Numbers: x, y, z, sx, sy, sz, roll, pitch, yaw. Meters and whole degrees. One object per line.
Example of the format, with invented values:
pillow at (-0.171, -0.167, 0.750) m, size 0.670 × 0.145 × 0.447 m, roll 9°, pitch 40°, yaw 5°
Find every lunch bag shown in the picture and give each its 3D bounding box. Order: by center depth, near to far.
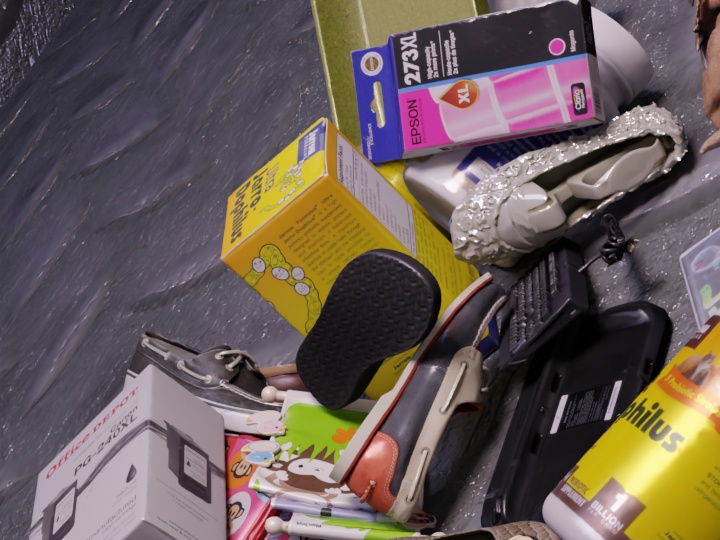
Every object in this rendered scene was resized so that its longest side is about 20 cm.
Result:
lunch bag at (-0.110, 0.217, 1.352) m, size 0.176 × 0.082 × 0.200 m, roll -58°, pitch 24°, yaw -16°

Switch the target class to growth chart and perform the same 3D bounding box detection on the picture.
growth chart at (-0.015, 0.141, 1.267) m, size 0.200 × 0.145 × 0.018 m, roll -94°, pitch 7°, yaw -63°

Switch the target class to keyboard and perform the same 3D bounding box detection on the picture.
keyboard at (0.145, 0.005, 1.259) m, size 0.127 × 0.021 × 0.200 m, roll -42°, pitch 7°, yaw 12°

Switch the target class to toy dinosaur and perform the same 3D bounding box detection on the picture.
toy dinosaur at (0.279, -0.154, 1.288) m, size 0.136 × 0.086 × 0.200 m, roll -26°, pitch 44°, yaw 64°

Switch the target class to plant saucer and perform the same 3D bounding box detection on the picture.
plant saucer at (0.042, -0.213, 1.466) m, size 0.200 × 0.048 × 0.200 m, roll -32°, pitch 62°, yaw 48°

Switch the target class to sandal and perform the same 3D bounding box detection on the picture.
sandal at (0.009, 0.035, 1.258) m, size 0.048 × 0.075 × 0.200 m, roll -31°, pitch -9°, yaw -33°

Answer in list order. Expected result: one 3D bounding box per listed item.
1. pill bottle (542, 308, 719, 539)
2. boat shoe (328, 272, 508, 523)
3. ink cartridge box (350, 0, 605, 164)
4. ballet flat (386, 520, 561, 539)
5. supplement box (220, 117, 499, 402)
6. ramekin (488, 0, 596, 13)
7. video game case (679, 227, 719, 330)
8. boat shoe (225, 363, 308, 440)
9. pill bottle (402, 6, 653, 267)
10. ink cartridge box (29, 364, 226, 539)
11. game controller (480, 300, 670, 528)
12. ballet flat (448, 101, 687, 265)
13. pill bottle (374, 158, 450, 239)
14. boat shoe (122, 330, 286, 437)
pill bottle at (0.200, 0.094, 0.942) m, size 0.200 × 0.109 × 0.109 m, roll -47°, pitch 21°, yaw -3°
boat shoe at (0.055, 0.087, 1.231) m, size 0.200 × 0.063 × 0.071 m, roll -53°, pitch -8°, yaw -29°
ink cartridge box at (0.083, -0.144, 1.339) m, size 0.200 × 0.095 × 0.037 m, roll -9°, pitch -6°, yaw 24°
ballet flat at (0.060, 0.189, 1.096) m, size 0.200 × 0.046 × 0.067 m, roll -13°, pitch 64°, yaw 57°
supplement box at (0.000, 0.000, 1.357) m, size 0.110 × 0.200 × 0.109 m, roll -39°, pitch 22°, yaw 18°
ramekin at (0.115, -0.225, 1.567) m, size 0.202 × 0.202 × 0.094 m, roll -18°, pitch 65°, yaw 51°
video game case at (0.293, -0.015, 1.083) m, size 0.200 × 0.023 × 0.182 m, roll -38°, pitch 22°, yaw 21°
boat shoe at (-0.111, 0.131, 1.524) m, size 0.200 × 0.070 × 0.070 m, roll -20°, pitch 69°, yaw 34°
pill bottle at (0.140, -0.113, 1.410) m, size 0.200 × 0.120 × 0.120 m, roll -49°, pitch 21°, yaw -7°
ink cartridge box at (-0.175, 0.186, 1.304) m, size 0.145 × 0.083 × 0.200 m, roll -44°, pitch 25°, yaw 18°
game controller at (0.144, 0.099, 1.152) m, size 0.104 × 0.042 × 0.200 m, roll -11°, pitch 39°, yaw 34°
ballet flat at (0.156, -0.063, 1.310) m, size 0.200 × 0.072 × 0.072 m, roll -30°, pitch 22°, yaw 1°
pill bottle at (0.013, -0.031, 1.520) m, size 0.200 × 0.104 × 0.104 m, roll -50°, pitch 22°, yaw -10°
boat shoe at (-0.119, 0.094, 1.449) m, size 0.200 × 0.071 × 0.064 m, roll 14°, pitch 91°, yaw 36°
